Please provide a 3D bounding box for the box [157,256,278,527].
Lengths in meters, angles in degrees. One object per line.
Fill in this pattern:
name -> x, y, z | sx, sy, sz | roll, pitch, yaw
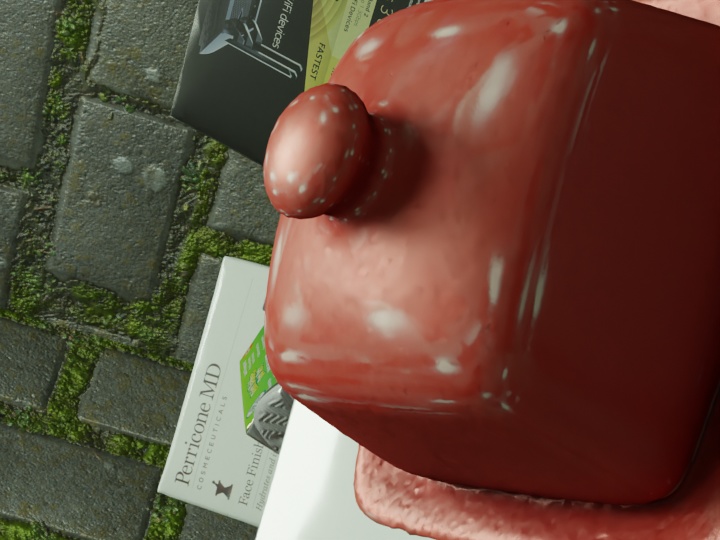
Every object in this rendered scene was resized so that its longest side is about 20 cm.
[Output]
box -> -0.051, 0.107, 1.525 | 0.200, 0.130, 0.200 | 20, -94, -74

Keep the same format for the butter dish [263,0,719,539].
butter dish -> 0.035, -0.017, 0.605 | 0.199, 0.147, 0.201 | 0, 72, 55

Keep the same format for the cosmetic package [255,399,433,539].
cosmetic package -> 0.015, 0.134, 0.788 | 0.081, 0.112, 0.201 | 31, -114, -47

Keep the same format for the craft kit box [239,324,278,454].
craft kit box -> 0.000, 0.000, 1.058 | 0.198, 0.048, 0.200 | -54, 8, 4

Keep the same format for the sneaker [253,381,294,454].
sneaker -> 0.039, 0.033, 0.926 | 0.199, 0.078, 0.112 | -20, 32, 34

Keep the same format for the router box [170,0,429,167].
router box -> 0.011, -0.129, 0.833 | 0.052, 0.157, 0.201 | -30, -36, -55
